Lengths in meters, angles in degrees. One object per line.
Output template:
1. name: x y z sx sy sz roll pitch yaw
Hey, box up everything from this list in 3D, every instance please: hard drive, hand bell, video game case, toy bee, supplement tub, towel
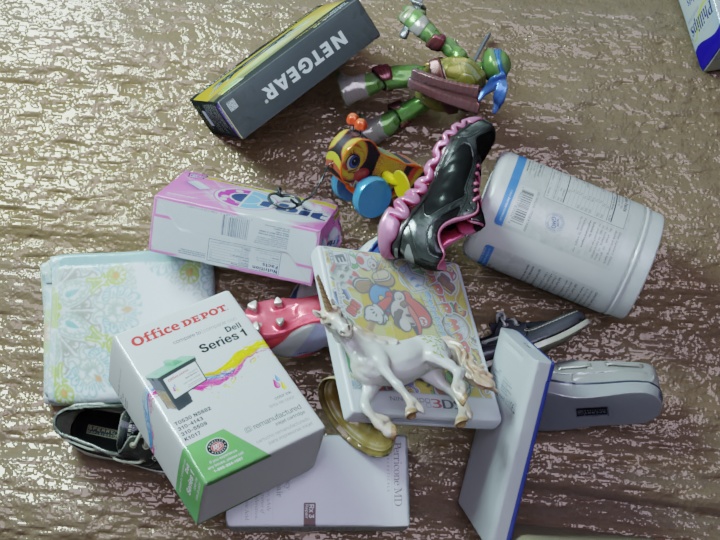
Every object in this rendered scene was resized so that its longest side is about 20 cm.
1. hard drive: 0.152 0.175 1.310 0.025 0.132 0.202 10 100 -12
2. hand bell: 0.057 0.099 1.344 0.104 0.104 0.200 44 57 8
3. video game case: 0.047 0.070 1.302 0.180 0.023 0.202 7 52 -29
4. toy bee: 0.008 -0.115 1.386 0.130 0.199 0.110 29 114 29
5. supplement tub: 0.227 -0.040 1.404 0.198 0.132 0.133 23 76 3
6. towel: -0.262 0.064 1.404 0.197 0.048 0.173 -3 79 -3

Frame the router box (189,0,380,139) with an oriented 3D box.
1. router box: -0.090 -0.232 1.426 0.199 0.157 0.052 -39 108 -11

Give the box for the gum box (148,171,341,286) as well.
1. gum box: -0.122 -0.048 1.386 0.198 0.114 0.067 13 110 6

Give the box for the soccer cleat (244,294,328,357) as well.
1. soccer cleat: -0.034 0.060 1.371 0.198 0.077 0.067 -6 56 -2

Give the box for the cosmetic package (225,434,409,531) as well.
1. cosmetic package: -0.046 0.232 1.355 0.197 0.074 0.103 -1 75 -1

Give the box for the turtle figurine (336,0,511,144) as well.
1. turtle figurine: 0.074 -0.239 1.457 0.192 0.144 0.202 -21 71 9

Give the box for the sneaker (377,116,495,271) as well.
1. sneaker: 0.104 -0.078 1.342 0.095 0.079 0.201 25 67 25

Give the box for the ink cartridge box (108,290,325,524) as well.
1. ink cartridge box: -0.152 0.136 1.285 0.144 0.084 0.200 -22 58 -29

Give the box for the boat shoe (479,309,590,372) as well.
1. boat shoe: 0.161 0.076 1.403 0.198 0.073 0.063 -21 77 -1

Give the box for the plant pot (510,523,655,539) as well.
1. plant pot: 0.228 0.363 1.279 0.197 0.177 0.202 6 75 -1

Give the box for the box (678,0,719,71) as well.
1. box: 0.483 -0.365 1.510 0.182 0.105 0.202 -12 76 -5

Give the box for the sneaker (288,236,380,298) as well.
1. sneaker: 0.000 0.000 1.408 0.199 0.088 0.076 -32 81 -8

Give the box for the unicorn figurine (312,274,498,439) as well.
1. unicorn figurine: 0.034 0.092 1.220 0.074 0.199 0.138 -49 52 28

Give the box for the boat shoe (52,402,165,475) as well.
1. boat shoe: -0.237 0.180 1.334 0.198 0.064 0.072 2 72 18

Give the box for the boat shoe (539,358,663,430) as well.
1. boat shoe: 0.237 0.131 1.396 0.198 0.072 0.066 -5 41 12
